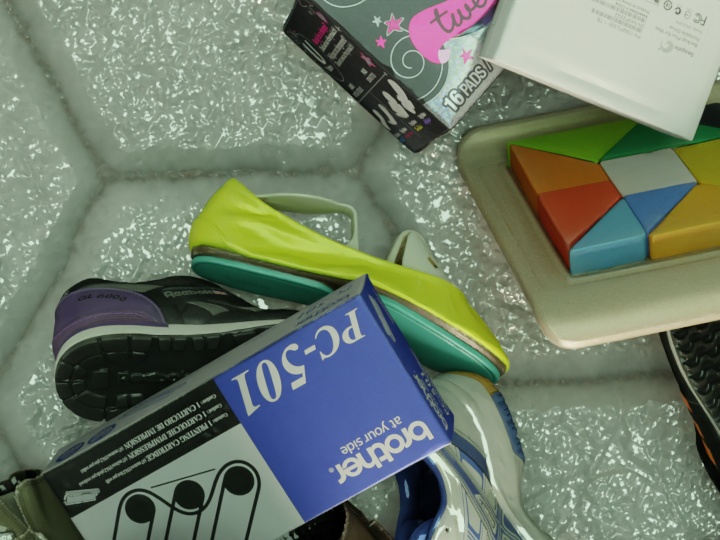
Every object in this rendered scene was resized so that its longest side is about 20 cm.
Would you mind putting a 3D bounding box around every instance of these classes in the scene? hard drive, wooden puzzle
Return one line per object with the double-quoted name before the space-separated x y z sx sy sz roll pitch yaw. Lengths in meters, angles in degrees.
"hard drive" 0.154 -0.185 0.946 0.131 0.026 0.201 18 93 -25
"wooden puzzle" 0.162 -0.043 0.993 0.184 0.200 0.037 -11 126 -6

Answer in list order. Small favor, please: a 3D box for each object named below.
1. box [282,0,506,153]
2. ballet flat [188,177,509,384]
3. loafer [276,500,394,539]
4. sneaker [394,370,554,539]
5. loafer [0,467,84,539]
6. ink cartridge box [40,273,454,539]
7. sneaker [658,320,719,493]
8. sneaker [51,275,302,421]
"box" 0.063 -0.182 1.007 0.115 0.132 0.200 41 83 -4
"ballet flat" 0.000 0.000 1.028 0.199 0.067 0.067 21 68 -3
"loafer" -0.019 0.166 1.009 0.200 0.071 0.073 41 84 -2
"sneaker" 0.061 0.161 1.004 0.088 0.075 0.201 -19 82 -34
"loafer" -0.183 0.145 0.983 0.199 0.075 0.070 32 79 -18
"ink cartridge box" -0.059 0.093 0.946 0.199 0.044 0.094 -30 100 12
"sneaker" 0.208 0.070 1.026 0.070 0.090 0.201 -24 90 -16
"sneaker" -0.072 0.033 1.006 0.199 0.088 0.076 5 124 -15
